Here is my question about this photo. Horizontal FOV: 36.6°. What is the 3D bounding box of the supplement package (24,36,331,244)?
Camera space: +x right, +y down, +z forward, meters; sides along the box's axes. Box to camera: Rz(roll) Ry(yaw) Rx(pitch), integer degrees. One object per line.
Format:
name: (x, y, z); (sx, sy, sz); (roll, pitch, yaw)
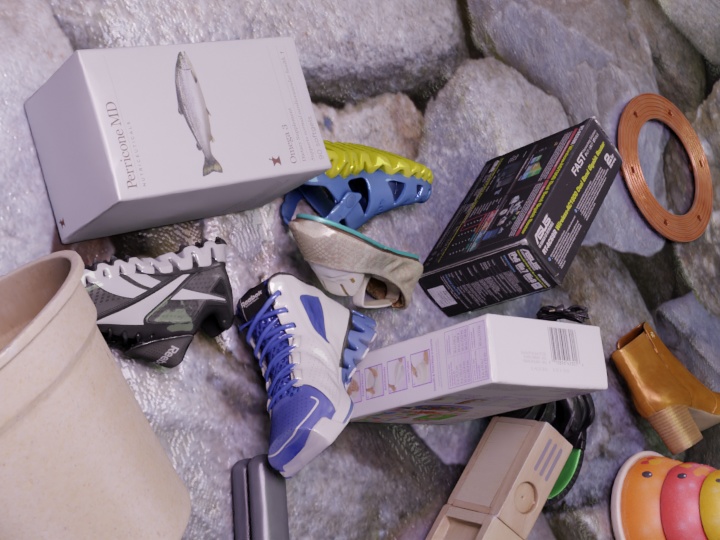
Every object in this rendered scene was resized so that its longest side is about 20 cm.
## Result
supplement package: (-0.143, -0.106, 0.865); (0.198, 0.117, 0.118); (-14, 86, -39)

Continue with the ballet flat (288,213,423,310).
ballet flat: (0.000, 0.000, 0.967); (0.199, 0.067, 0.063); (18, 85, -57)

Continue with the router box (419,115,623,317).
router box: (0.162, -0.054, 1.097); (0.062, 0.149, 0.201); (49, 51, -18)

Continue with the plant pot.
plant pot: (-0.210, 0.121, 0.697); (0.185, 0.199, 0.201); (57, 48, -20)

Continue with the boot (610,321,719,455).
boot: (0.371, 0.124, 1.282); (0.200, 0.071, 0.145); (-13, 72, -54)

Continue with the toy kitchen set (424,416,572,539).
toy kitchen set: (0.190, 0.268, 0.982); (0.200, 0.163, 0.181); (42, 67, -23)

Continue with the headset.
headset: (0.193, 0.136, 1.101); (0.122, 0.093, 0.203); (7, 83, -40)

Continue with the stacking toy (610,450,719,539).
stacking toy: (0.380, 0.255, 1.153); (0.145, 0.199, 0.148); (15, 66, -37)

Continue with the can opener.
can opener: (-0.084, 0.246, 0.851); (0.066, 0.052, 0.203); (13, 68, -37)

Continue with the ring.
ring: (0.394, -0.133, 1.416); (0.199, 0.019, 0.203); (15, 67, -38)

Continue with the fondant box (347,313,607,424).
fondant box: (0.093, 0.092, 0.955); (0.143, 0.199, 0.059); (8, 69, -39)

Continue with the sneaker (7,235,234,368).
sneaker: (-0.171, 0.035, 0.834); (0.199, 0.066, 0.092); (-16, 84, -45)

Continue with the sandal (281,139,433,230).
sandal: (-0.009, -0.074, 1.017); (0.199, 0.079, 0.088); (0, 106, -46)

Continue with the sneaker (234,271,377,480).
sneaker: (-0.061, 0.072, 0.902); (0.115, 0.081, 0.200); (39, 30, -12)
